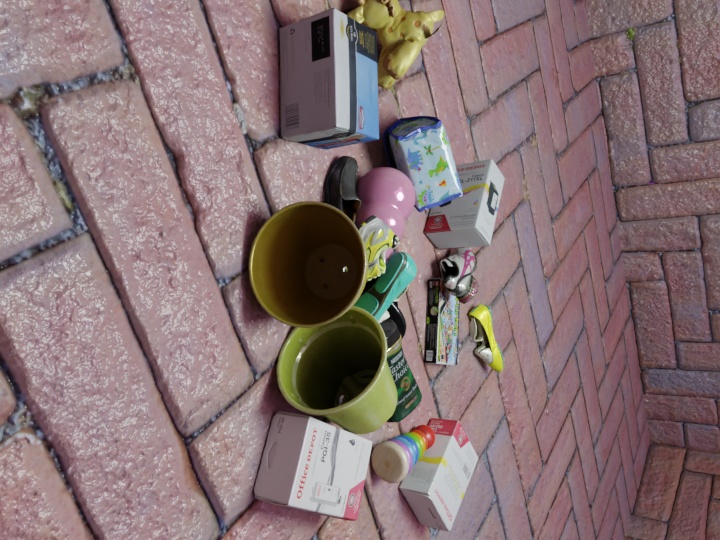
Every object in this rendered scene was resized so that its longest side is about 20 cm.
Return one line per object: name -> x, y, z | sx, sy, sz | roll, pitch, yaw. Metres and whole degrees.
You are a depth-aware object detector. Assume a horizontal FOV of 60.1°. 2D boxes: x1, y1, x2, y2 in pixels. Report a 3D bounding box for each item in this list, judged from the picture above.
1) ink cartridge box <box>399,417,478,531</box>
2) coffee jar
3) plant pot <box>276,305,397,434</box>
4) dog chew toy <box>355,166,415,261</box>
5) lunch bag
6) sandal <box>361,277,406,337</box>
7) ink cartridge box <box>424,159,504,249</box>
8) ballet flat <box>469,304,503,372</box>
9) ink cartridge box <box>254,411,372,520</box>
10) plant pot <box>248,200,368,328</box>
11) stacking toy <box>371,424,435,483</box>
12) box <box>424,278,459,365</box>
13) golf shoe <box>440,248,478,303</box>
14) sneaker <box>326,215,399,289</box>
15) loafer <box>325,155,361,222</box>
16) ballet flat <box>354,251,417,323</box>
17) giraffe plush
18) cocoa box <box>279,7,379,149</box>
ink cartridge box -> 0.184, 0.468, 1.438 | 0.201, 0.083, 0.146 | -56, 130, -39
coffee jar -> 0.052, 0.200, 1.264 | 0.104, 0.085, 0.202 | -36, 117, -33
plant pot -> -0.020, 0.196, 1.105 | 0.185, 0.198, 0.202 | 59, 44, -48
dog chew toy -> 0.039, -0.102, 1.231 | 0.124, 0.123, 0.202 | 38, 57, -46
lunch bag -> 0.126, -0.238, 1.346 | 0.200, 0.126, 0.172 | -107, 179, -69
sandal -> 0.043, 0.063, 1.281 | 0.201, 0.074, 0.045 | 65, 24, -23
ink cartridge box -> 0.254, -0.160, 1.514 | 0.083, 0.145, 0.202 | 42, 55, -41
ballet flat -> 0.334, 0.192, 1.686 | 0.067, 0.067, 0.202 | -23, 105, -30
ink cartridge box -> -0.076, 0.345, 1.088 | 0.200, 0.082, 0.148 | 36, 60, -47
plant pot -> -0.069, -0.004, 1.052 | 0.142, 0.198, 0.203 | 19, 72, -74
stacking toy -> 0.105, 0.387, 1.349 | 0.199, 0.085, 0.087 | -6, 93, -60
box -> 0.202, 0.127, 1.521 | 0.110, 0.034, 0.203 | 13, 78, -53
golf shoe -> 0.236, -0.012, 1.516 | 0.092, 0.072, 0.201 | 39, 28, -21
sneaker -> 0.000, 0.000, 1.149 | 0.201, 0.076, 0.075 | -61, 168, 26
loafer -> -0.027, -0.128, 1.189 | 0.073, 0.072, 0.202 | 28, 65, -48
ballet flat -> 0.044, 0.058, 1.211 | 0.070, 0.067, 0.201 | 33, 98, -37
giraffe plush -> 0.056, -0.501, 1.274 | 0.162, 0.200, 0.174 | 36, 59, -13
cocoa box -> -0.054, -0.332, 1.111 | 0.131, 0.132, 0.203 | 0, 88, -54
